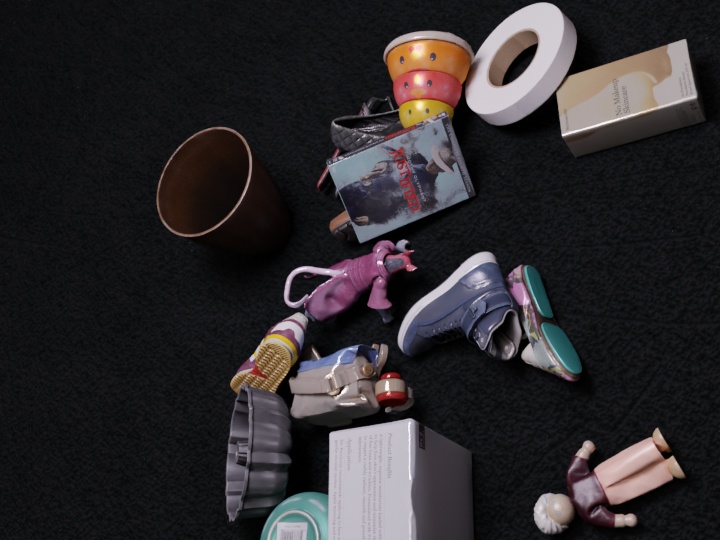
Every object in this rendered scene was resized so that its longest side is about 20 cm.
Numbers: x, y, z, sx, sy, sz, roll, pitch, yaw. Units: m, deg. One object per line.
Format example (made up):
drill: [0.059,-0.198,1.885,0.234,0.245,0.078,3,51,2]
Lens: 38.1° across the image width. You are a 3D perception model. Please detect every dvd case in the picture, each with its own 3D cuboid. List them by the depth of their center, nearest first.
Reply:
dvd case: [0.064,-0.141,1.596,0.197,0.147,0.022,-22,30,2]

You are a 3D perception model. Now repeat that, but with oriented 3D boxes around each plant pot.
plant pot: [-0.203,-0.105,1.721,0.184,0.200,0.190,-12,63,25]

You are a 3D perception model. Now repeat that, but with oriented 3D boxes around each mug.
mug: [-0.079,0.406,1.482,0.185,0.114,0.152,-49,54,3]

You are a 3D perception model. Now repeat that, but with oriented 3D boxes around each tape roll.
tape roll: [0.245,-0.318,1.609,0.202,0.037,0.205,-36,38,33]

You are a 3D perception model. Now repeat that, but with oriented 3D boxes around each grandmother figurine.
grandmother figurine: [0.312,0.278,1.346,0.198,0.061,0.122,-32,48,11]

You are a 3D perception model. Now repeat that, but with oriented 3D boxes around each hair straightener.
hair straightener: [0.007,-0.206,1.752,0.076,0.041,0.202,27,78,15]

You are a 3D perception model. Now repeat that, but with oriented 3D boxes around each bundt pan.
bundt pan: [-0.149,0.273,1.555,0.074,0.202,0.205,6,65,-14]

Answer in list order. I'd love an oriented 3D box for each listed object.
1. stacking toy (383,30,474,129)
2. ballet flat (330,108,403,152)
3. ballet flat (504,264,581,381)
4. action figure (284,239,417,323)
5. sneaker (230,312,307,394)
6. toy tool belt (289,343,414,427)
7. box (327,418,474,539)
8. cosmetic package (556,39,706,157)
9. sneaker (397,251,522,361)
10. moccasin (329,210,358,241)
stacking toy: [0.107,-0.258,1.633,0.144,0.146,0.203,-7,73,27]
ballet flat: [0.048,-0.236,1.701,0.197,0.057,0.067,-13,58,3]
ballet flat: [0.248,0.085,1.467,0.071,0.069,0.202,-43,49,29]
action figure: [0.000,0.000,1.600,0.198,0.148,0.136,-24,52,35]
sneaker: [-0.136,0.142,1.634,0.090,0.075,0.200,-54,5,-40]
toy tool belt: [-0.016,0.152,1.547,0.198,0.124,0.125,-19,61,35]
box: [0.057,0.324,1.386,0.129,0.200,0.202,-12,63,27]
cosmetic package: [0.390,-0.248,1.516,0.197,0.071,0.107,-16,62,24]
sneaker: [0.143,0.091,1.490,0.202,0.076,0.147,-47,47,25]
moccasin: [0.035,-0.120,1.667,0.200,0.074,0.078,-38,53,10]
